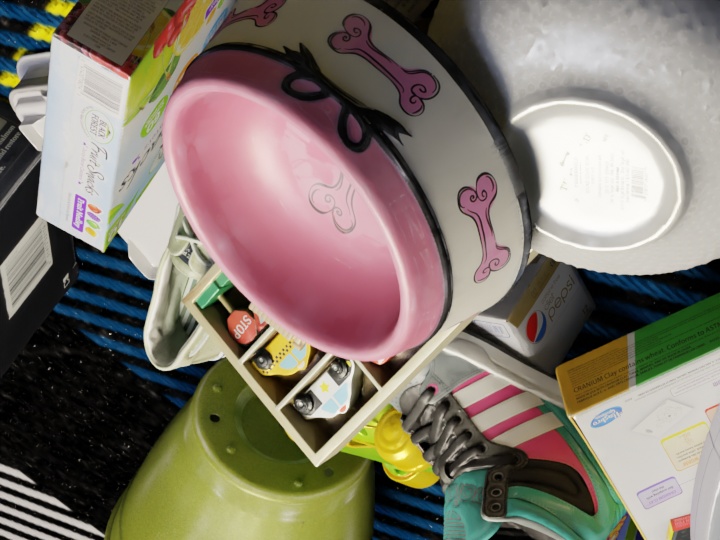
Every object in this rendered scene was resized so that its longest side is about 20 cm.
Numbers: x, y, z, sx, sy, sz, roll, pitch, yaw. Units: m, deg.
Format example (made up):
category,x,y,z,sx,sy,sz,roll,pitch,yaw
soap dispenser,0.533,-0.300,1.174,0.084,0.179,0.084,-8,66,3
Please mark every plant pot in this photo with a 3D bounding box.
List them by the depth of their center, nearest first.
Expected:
category,x,y,z,sx,sy,sz,roll,pitch,yaw
plant pot,-0.069,0.157,1.680,0.200,0.201,0.193,30,141,8

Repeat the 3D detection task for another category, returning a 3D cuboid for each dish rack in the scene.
category,x,y,z,sx,sy,sz,roll,pitch,yaw
dish rack,-0.134,-0.059,1.535,0.171,0.044,0.200,1,137,49

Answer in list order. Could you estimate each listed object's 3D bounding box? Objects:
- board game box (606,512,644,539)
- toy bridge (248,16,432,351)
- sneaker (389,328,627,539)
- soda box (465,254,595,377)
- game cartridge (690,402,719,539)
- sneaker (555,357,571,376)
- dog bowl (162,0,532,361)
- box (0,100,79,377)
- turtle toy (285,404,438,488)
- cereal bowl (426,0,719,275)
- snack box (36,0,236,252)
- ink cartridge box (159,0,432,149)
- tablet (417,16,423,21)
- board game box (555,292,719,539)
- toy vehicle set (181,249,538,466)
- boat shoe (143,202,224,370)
category,x,y,z,sx,sy,sz,roll,pitch,yaw
board game box,0.197,0.204,1.424,0.134,0.200,0.045,38,124,-9
toy bridge,0.011,-0.034,1.263,0.067,0.027,0.200,38,118,14
sneaker,0.059,0.111,1.353,0.199,0.121,0.084,24,148,4
soda box,0.037,0.012,1.432,0.199,0.068,0.064,10,144,40
game cartridge,0.247,0.132,1.292,0.133,0.042,0.201,-10,130,-8
sneaker,0.179,0.083,1.409,0.199,0.076,0.088,24,137,11
dog bowl,-0.015,-0.042,1.161,0.200,0.074,0.201,33,147,25
box,-0.315,-0.048,1.672,0.200,0.118,0.197,28,153,14
turtle toy,0.024,0.079,1.514,0.199,0.101,0.146,10,169,40
cereal bowl,0.117,-0.071,1.136,0.199,0.083,0.201,13,136,14
snack box,-0.119,-0.117,1.312,0.053,0.142,0.200,30,152,5
ink cartridge box,-0.032,-0.112,1.276,0.037,0.095,0.200,46,151,-14
tablet,0.016,-0.048,1.340,0.130,0.014,0.200,54,139,4
board game box,0.215,0.099,1.308,0.153,0.040,0.200,-24,129,10
toy vehicle set,0.000,0.000,1.312,0.124,0.026,0.200,49,122,10
boat shoe,-0.080,-0.014,1.398,0.072,0.062,0.200,36,135,23
